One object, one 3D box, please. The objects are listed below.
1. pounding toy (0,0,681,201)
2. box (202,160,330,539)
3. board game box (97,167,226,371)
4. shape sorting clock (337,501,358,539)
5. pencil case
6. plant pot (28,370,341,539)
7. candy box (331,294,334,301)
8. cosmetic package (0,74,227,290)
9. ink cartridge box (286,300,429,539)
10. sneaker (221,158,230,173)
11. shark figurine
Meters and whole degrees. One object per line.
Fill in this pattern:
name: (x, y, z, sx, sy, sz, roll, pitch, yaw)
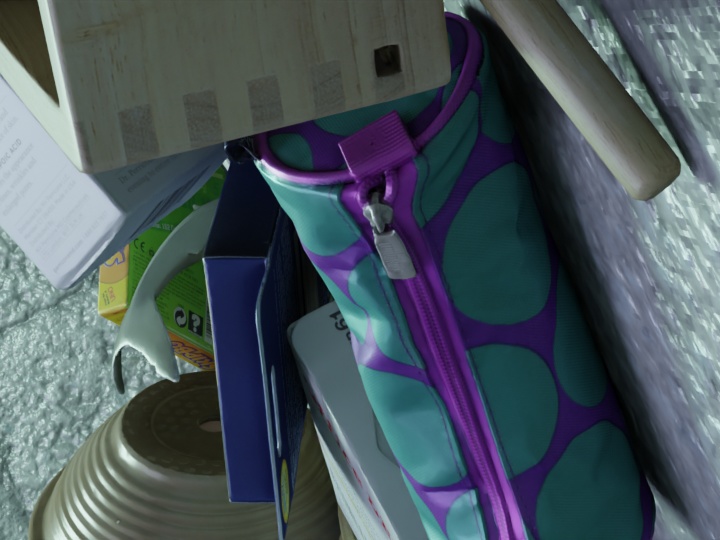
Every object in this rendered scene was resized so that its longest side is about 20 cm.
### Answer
pounding toy: (-0.030, -0.116, 0.536, 0.200, 0.141, 0.185, -137, 35, -62)
box: (-0.039, 0.012, 0.879, 0.200, 0.032, 0.122, -83, -9, -59)
board game box: (-0.102, -0.052, 1.123, 0.095, 0.030, 0.201, 33, -129, -48)
shape sorting clock: (0.053, 0.182, 1.046, 0.200, 0.039, 0.200, 42, -158, -21)
pencil case: (0.032, 0.021, 0.666, 0.093, 0.085, 0.201, -77, -31, -55)
plant pot: (-0.076, 0.117, 1.075, 0.201, 0.199, 0.093, -127, 35, -53)
candy box: (0.000, 0.000, 0.936, 0.200, 0.026, 0.103, 77, -178, -63)
cosmetic package: (-0.156, -0.101, 0.910, 0.200, 0.102, 0.074, 48, 132, 1)
ink cartridge box: (0.044, 0.102, 0.878, 0.145, 0.084, 0.200, 60, 173, 26)
sneaker: (-0.077, -0.106, 1.039, 0.201, 0.075, 0.116, 61, 175, 11)
shark figurine: (-0.047, -0.010, 1.063, 0.089, 0.214, 0.129, -1, 96, 36)
